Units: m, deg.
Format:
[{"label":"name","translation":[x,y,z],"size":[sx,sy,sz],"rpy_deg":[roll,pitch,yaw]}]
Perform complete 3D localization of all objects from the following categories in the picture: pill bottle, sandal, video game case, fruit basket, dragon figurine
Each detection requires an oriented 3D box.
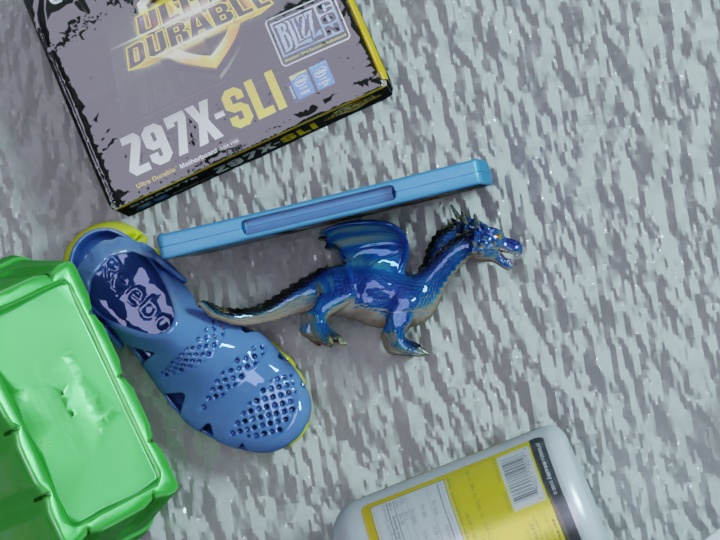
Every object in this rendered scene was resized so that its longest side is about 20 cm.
[{"label":"pill bottle","translation":[0.052,0.180,1.679],"size":[0.199,0.112,0.113],"rpy_deg":[-22,82,5]},{"label":"sandal","translation":[-0.116,0.044,1.727],"size":[0.200,0.087,0.080],"rpy_deg":[37,88,7]},{"label":"video game case","translation":[-0.019,-0.038,1.693],"size":[0.199,0.143,0.018],"rpy_deg":[-13,90,5]},{"label":"fruit basket","translation":[-0.235,0.107,1.724],"size":[0.155,0.216,0.216],"rpy_deg":[-26,80,-35]},{"label":"dragon figurine","translation":[0.000,0.000,1.723],"size":[0.199,0.059,0.100],"rpy_deg":[6,85,-3]}]

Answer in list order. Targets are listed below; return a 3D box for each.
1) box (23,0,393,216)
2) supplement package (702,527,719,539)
[{"label":"box","translation":[-0.099,-0.148,1.763],"size":[0.199,0.049,0.160],"rpy_deg":[-24,84,4]},{"label":"supplement package","translation":[0.194,0.268,1.631],"size":[0.200,0.152,0.151],"rpy_deg":[-38,79,2]}]
